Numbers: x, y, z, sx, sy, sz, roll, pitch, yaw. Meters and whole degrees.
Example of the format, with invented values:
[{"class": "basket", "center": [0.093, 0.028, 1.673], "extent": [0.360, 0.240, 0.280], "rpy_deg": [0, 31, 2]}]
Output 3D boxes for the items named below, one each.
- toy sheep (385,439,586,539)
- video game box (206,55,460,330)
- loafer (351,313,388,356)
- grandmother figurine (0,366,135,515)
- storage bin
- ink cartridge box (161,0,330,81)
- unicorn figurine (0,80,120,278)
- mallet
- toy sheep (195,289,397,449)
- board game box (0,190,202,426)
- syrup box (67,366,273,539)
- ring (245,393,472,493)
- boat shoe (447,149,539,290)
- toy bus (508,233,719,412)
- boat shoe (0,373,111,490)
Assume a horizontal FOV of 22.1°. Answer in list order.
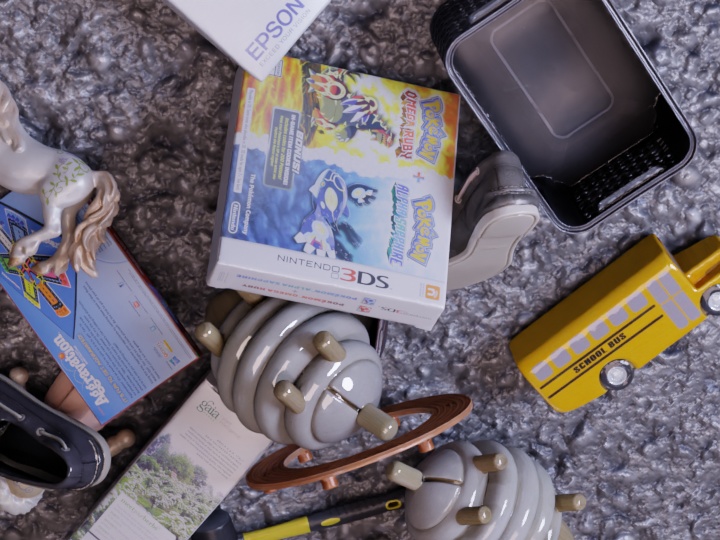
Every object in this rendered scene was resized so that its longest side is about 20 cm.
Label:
[{"class": "toy sheep", "center": [0.107, 0.208, 1.608], "extent": [0.200, 0.138, 0.138], "rpy_deg": [33, 107, -24]}, {"class": "video game box", "center": [-0.018, -0.065, 1.448], "extent": [0.182, 0.200, 0.047], "rpy_deg": [12, 152, -13]}, {"class": "loafer", "center": [0.000, 0.000, 1.541], "extent": [0.072, 0.063, 0.200], "rpy_deg": [-4, 114, -5]}, {"class": "grandmother figurine", "center": [-0.252, 0.126, 1.574], "extent": [0.121, 0.061, 0.200], "rpy_deg": [37, 104, -4]}, {"class": "storage bin", "center": [0.162, -0.148, 1.478], "extent": [0.135, 0.094, 0.200], "rpy_deg": [-34, 114, 9]}, {"class": "ink cartridge box", "center": [-0.086, -0.281, 1.396], "extent": [0.200, 0.041, 0.200], "rpy_deg": [40, 91, -20]}, {"class": "unicorn figurine", "center": [-0.282, -0.082, 1.469], "extent": [0.200, 0.074, 0.137], "rpy_deg": [23, 97, -10]}, {"class": "mallet", "center": [-0.056, 0.221, 1.652], "extent": [0.200, 0.041, 0.066], "rpy_deg": [-21, 112, -2]}, {"class": "toy sheep", "center": [-0.050, 0.078, 1.476], "extent": [0.138, 0.200, 0.138], "rpy_deg": [-33, 145, -27]}, {"class": "board game box", "center": [-0.228, 0.017, 1.512], "extent": [0.103, 0.019, 0.200], "rpy_deg": [-35, 92, 8]}, {"class": "syrup box", "center": [-0.156, 0.177, 1.585], "extent": [0.079, 0.081, 0.200], "rpy_deg": [40, 104, -3]}, {"class": "ring", "center": [0.000, 0.146, 1.534], "extent": [0.200, 0.200, 0.019], "rpy_deg": [-19, 95, 2]}, {"class": "boat shoe", "center": [0.095, -0.037, 1.501], "extent": [0.067, 0.200, 0.057], "rpy_deg": [-2, 71, -17]}, {"class": "toy bus", "center": [0.231, 0.037, 1.583], "extent": [0.200, 0.065, 0.078], "rpy_deg": [-38, 111, 11]}, {"class": "boat shoe", "center": [-0.306, 0.130, 1.530], "extent": [0.200, 0.063, 0.073], "rpy_deg": [21, 102, 15]}]
